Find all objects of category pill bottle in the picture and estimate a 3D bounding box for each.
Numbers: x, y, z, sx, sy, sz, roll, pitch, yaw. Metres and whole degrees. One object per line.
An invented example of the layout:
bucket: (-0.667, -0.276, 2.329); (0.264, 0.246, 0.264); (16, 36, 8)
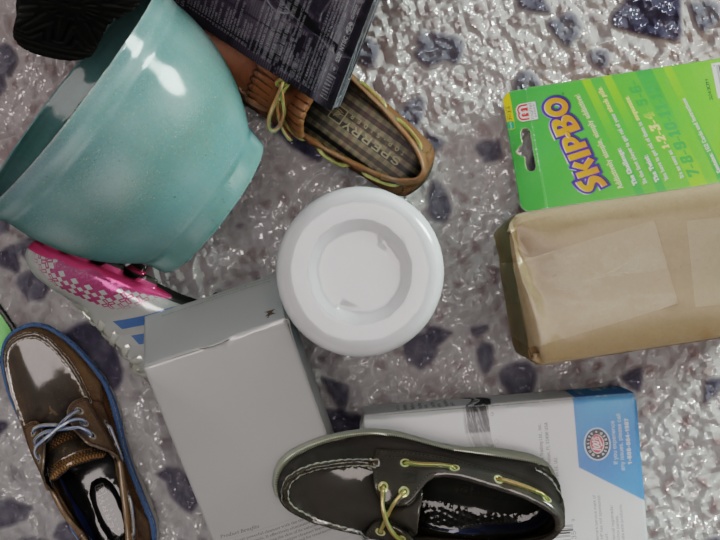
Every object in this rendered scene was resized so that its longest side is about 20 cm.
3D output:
pill bottle: (0.000, 0.000, 1.147); (0.110, 0.200, 0.112); (0, 91, 0)

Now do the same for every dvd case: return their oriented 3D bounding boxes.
dvd case: (-0.073, -0.223, 1.144); (0.199, 0.016, 0.149); (34, 127, 15)

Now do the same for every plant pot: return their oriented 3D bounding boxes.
plant pot: (-0.154, -0.083, 1.164); (0.134, 0.200, 0.201); (38, 91, -18)

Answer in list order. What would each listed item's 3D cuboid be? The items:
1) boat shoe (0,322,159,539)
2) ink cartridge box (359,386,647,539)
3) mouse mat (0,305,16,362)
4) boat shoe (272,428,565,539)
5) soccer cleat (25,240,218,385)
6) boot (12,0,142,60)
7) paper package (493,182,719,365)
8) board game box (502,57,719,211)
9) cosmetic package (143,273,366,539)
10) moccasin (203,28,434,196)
boat shoe: (-0.207, 0.129, 1.214); (0.072, 0.072, 0.201); (-30, 90, 1)
ink cartridge box: (0.103, 0.166, 1.205); (0.199, 0.084, 0.146); (-5, 91, 0)
mouse mat: (-0.374, 0.021, 1.249); (0.161, 0.008, 0.200); (-35, 91, 1)
boat shoe: (0.040, 0.153, 1.120); (0.200, 0.061, 0.072); (2, 109, -4)
soccer cleat: (-0.163, 0.042, 1.215); (0.199, 0.070, 0.087); (21, 95, 2)
boot: (-0.184, -0.250, 1.115); (0.079, 0.211, 0.159); (16, 71, -23)
paper package: (0.200, -0.001, 1.148); (0.199, 0.191, 0.104); (-9, 90, 1)
board game box: (0.209, -0.100, 1.222); (0.199, 0.030, 0.096); (-8, 78, -2)
cosmetic package: (-0.074, 0.118, 1.171); (0.107, 0.085, 0.201); (-17, 114, 0)
moccasin: (-0.035, -0.123, 1.207); (0.201, 0.078, 0.074); (41, 92, 0)
